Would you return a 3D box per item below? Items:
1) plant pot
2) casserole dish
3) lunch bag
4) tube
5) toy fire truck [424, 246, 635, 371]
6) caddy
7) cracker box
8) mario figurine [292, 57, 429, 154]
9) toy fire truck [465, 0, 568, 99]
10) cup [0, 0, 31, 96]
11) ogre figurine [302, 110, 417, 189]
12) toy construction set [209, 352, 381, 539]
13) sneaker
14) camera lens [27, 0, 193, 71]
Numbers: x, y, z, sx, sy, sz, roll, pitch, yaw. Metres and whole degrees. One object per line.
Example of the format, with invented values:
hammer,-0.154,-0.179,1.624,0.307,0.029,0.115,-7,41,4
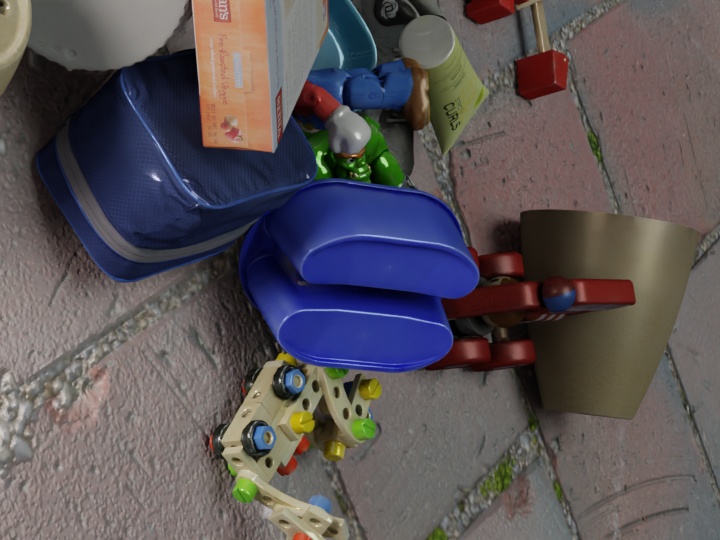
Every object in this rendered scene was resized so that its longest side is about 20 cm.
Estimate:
plant pot,0.246,0.049,1.834,0.187,0.187,0.201,13,82,-52
casserole dish,-0.062,-0.219,1.576,0.200,0.039,0.121,53,51,-27
lunch bag,-0.140,-0.082,1.362,0.200,0.132,0.136,-19,76,-56
tube,0.080,-0.169,1.614,0.200,0.058,0.052,53,23,-69
toy fire truck,0.149,0.030,1.691,0.200,0.167,0.113,4,76,-54
caddy,0.000,0.000,1.461,0.199,0.142,0.105,7,30,-26
cracker box,-0.071,-0.195,1.307,0.200,0.057,0.134,-73,165,-54
mario figurine,-0.046,-0.129,1.488,0.124,0.199,0.106,112,-25,-72
toy fire truck,0.168,-0.301,1.925,0.141,0.049,0.201,23,60,-49
cup,-0.300,-0.161,1.155,0.200,0.143,0.201,21,63,-49
ogre figurine,-0.030,-0.063,1.544,0.199,0.098,0.120,-22,112,-22
toy construction set,-0.049,0.146,1.458,0.131,0.092,0.200,55,30,-29
sneaker,0.037,-0.185,1.650,0.075,0.115,0.201,-25,99,-55
camera lens,-0.181,-0.253,1.296,0.160,0.160,0.200,57,20,-26
